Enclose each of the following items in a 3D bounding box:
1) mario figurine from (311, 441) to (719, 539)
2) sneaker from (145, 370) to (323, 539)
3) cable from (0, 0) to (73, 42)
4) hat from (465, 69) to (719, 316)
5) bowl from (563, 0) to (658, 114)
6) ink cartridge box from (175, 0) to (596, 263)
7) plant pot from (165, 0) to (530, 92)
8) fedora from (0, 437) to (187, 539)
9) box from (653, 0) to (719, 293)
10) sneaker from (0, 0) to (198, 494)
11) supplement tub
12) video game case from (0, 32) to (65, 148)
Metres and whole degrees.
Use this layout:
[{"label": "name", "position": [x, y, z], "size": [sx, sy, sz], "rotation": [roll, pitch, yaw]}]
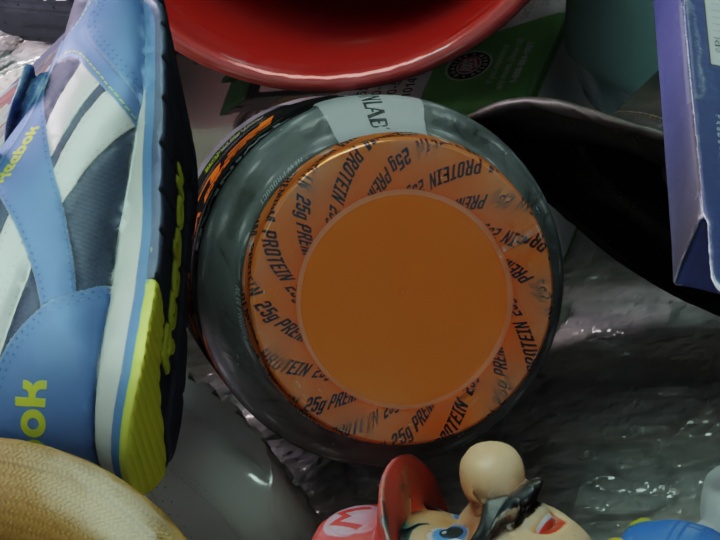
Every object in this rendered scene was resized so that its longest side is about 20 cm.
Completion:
[{"label": "mario figurine", "position": [0.079, 0.086, 0.774], "size": [0.199, 0.124, 0.106], "rotation": [2, 63, 19]}, {"label": "sneaker", "position": [-0.089, 0.078, 0.923], "size": [0.080, 0.077, 0.200], "rotation": [-41, 30, -24]}, {"label": "cable", "position": [-0.151, -0.178, 1.383], "size": [0.199, 0.051, 0.163], "rotation": [6, 37, 34]}, {"label": "hat", "position": [0.138, -0.038, 0.882], "size": [0.200, 0.200, 0.081], "rotation": [22, 80, 46]}, {"label": "bowl", "position": [0.159, -0.093, 0.998], "size": [0.200, 0.105, 0.201], "rotation": [21, 12, -5]}, {"label": "ink cartridge box", "position": [-0.001, -0.065, 1.091], "size": [0.199, 0.085, 0.146], "rotation": [-3, 32, 20]}, {"label": "plant pot", "position": [-0.003, -0.169, 0.979], "size": [0.200, 0.201, 0.177], "rotation": [-11, 5, 7]}, {"label": "fedora", "position": [-0.103, 0.144, 0.766], "size": [0.200, 0.201, 0.082], "rotation": [3, -4, 28]}, {"label": "box", "position": [0.152, -0.035, 0.776], "size": [0.121, 0.032, 0.200], "rotation": [12, 38, -6]}, {"label": "sneaker", "position": [-0.095, -0.021, 0.809], "size": [0.082, 0.074, 0.200], "rotation": [-3, 50, 7]}, {"label": "supplement tub", "position": [0.000, 0.000, 0.887], "size": [0.122, 0.123, 0.200], "rotation": [-20, 6, -7]}, {"label": "video game case", "position": [-0.131, -0.075, 1.108], "size": [0.200, 0.023, 0.182], "rotation": [-43, 13, 20]}]
